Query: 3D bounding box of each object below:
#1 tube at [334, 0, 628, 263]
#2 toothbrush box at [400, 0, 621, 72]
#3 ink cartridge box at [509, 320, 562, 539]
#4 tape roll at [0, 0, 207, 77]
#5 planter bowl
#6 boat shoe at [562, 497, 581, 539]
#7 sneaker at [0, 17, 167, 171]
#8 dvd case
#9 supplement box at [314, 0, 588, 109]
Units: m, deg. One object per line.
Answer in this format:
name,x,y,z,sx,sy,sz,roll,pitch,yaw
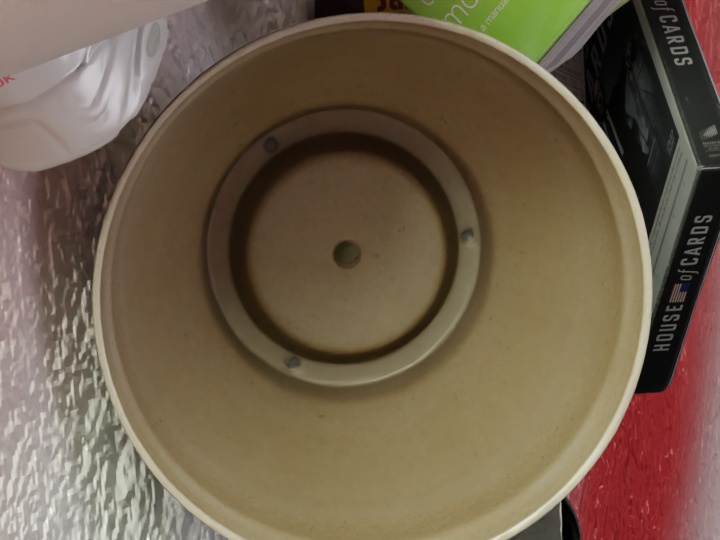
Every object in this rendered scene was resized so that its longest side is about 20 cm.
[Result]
tube,0.032,-0.083,0.973,0.200,0.052,0.058,-47,130,-15
toothbrush box,0.043,-0.194,0.906,0.200,0.146,0.086,45,27,6
ink cartridge box,0.080,0.134,0.947,0.075,0.148,0.202,2,77,-26
tape roll,-0.088,-0.166,0.633,0.202,0.139,0.205,17,67,-44
planter bowl,0.000,0.000,0.862,0.135,0.198,0.202,-118,-160,-80
boat shoe,0.055,0.117,1.116,0.201,0.063,0.074,34,57,-61
sneaker,-0.097,-0.138,0.769,0.100,0.077,0.201,56,35,-45
dvd case,0.126,-0.068,1.049,0.151,0.025,0.201,99,-16,-48
supplement box,0.046,-0.036,1.053,0.086,0.109,0.202,4,82,-69
